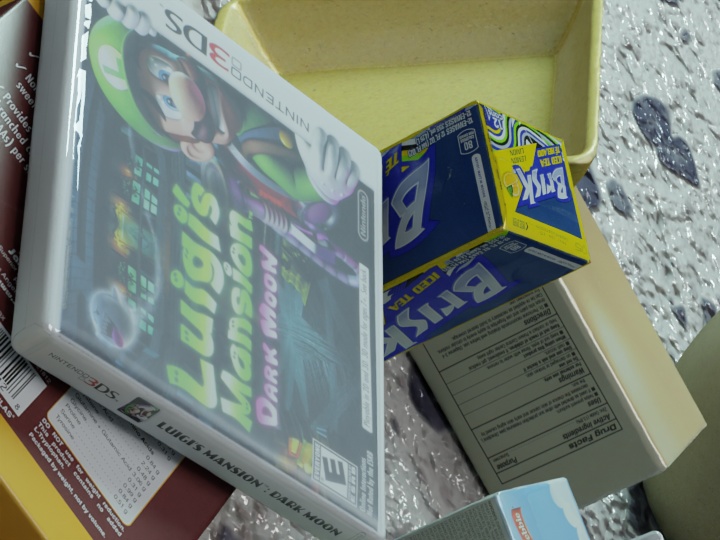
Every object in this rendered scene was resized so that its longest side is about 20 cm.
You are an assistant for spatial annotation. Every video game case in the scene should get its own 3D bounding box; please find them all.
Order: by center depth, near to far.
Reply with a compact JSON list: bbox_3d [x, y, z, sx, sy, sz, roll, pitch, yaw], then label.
[{"bbox_3d":[-0.055,-0.012,1.028,0.182,0.023,0.201,35,40,-36],"label":"video game case"}]

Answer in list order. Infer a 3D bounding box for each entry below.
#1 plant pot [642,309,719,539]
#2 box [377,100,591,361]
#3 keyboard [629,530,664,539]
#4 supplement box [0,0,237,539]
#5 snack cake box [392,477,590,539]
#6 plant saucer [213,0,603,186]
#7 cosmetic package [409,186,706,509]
[{"bbox_3d":[0.239,0.107,1.508,0.200,0.134,0.201,34,41,-36],"label":"plant pot"},{"bbox_3d":[0.000,0.000,1.183,0.070,0.200,0.065,19,52,-48],"label":"box"},{"bbox_3d":[0.048,0.174,1.154,0.011,0.199,0.056,79,-10,-74],"label":"keyboard"},{"bbox_3d":[-0.150,0.031,1.008,0.198,0.133,0.200,55,32,-11],"label":"supplement box"},{"bbox_3d":[0.071,0.209,1.210,0.067,0.115,0.201,-4,71,-56],"label":"snack cake box"},{"bbox_3d":[0.020,-0.077,1.290,0.200,0.199,0.049,-80,164,-57],"label":"plant saucer"},{"bbox_3d":[0.083,0.024,1.377,0.201,0.105,0.071,62,32,-4],"label":"cosmetic package"}]
